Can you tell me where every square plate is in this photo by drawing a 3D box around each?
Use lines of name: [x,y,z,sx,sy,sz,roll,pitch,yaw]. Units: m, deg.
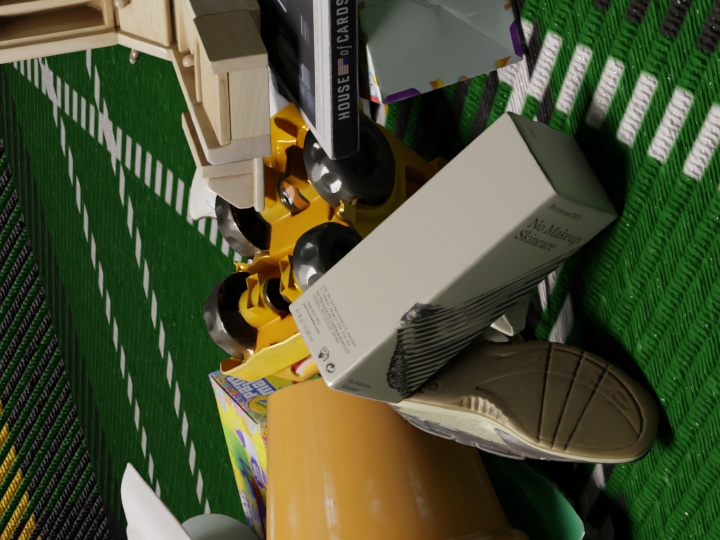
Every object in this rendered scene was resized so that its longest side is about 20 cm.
square plate: [-0.116,0.267,1.721,0.198,0.028,0.201,43,153,48]

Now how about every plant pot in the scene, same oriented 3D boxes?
plant pot: [0.013,0.164,1.649,0.200,0.198,0.185,141,118,-73]

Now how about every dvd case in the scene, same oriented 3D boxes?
dvd case: [-0.047,-0.188,1.539,0.200,0.025,0.151,-124,25,-46]

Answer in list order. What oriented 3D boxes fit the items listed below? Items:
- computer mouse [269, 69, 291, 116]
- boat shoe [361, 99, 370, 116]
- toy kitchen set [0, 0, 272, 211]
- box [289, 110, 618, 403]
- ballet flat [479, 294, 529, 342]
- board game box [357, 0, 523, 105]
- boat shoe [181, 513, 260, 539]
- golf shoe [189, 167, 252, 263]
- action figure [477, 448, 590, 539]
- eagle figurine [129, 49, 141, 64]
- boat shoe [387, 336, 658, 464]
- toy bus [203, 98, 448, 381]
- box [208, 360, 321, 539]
computer mouse: [-0.075,-0.128,1.923,0.110,0.043,0.202,119,153,-73]
boat shoe: [-0.021,-0.154,1.809,0.200,0.069,0.067,89,155,-67]
toy kitchen set: [-0.161,-0.119,1.605,0.201,0.179,0.164,-114,18,-50]
box: [0.056,-0.005,1.472,0.200,0.082,0.069,-42,59,24]
ballet flat: [0.090,0.034,1.652,0.201,0.070,0.071,89,156,-47]
board game box: [0.015,-0.181,1.574,0.200,0.104,0.104,-153,46,-69]
boat shoe: [-0.086,0.276,1.790,0.200,0.070,0.091,50,150,45]
golf shoe: [-0.041,-0.033,1.829,0.199,0.078,0.098,33,121,3]
action figure: [0.123,0.158,1.690,0.200,0.054,0.119,50,156,43]
eagle figurine: [-0.145,-0.242,2.019,0.152,0.151,0.199,45,148,-18]
boat shoe: [0.102,0.086,1.538,0.199,0.072,0.066,12,158,22]
toy bus: [0.000,0.000,1.692,0.135,0.191,0.201,-26,47,43]
box: [0.009,0.155,1.819,0.122,0.191,0.201,-143,36,-63]
